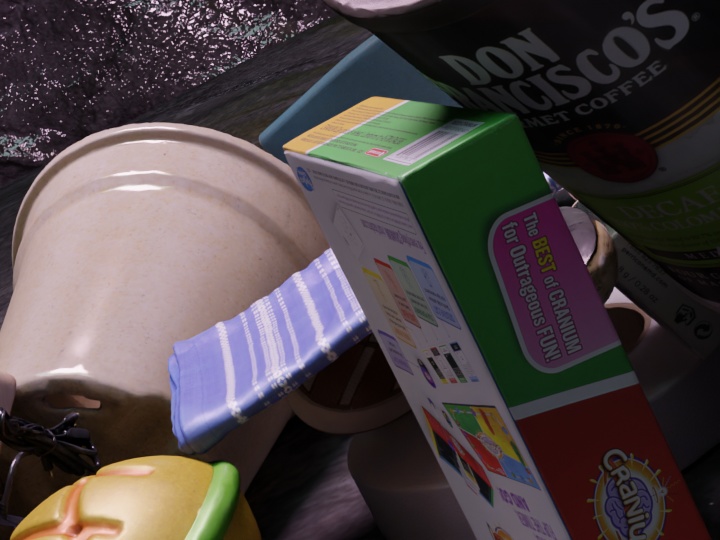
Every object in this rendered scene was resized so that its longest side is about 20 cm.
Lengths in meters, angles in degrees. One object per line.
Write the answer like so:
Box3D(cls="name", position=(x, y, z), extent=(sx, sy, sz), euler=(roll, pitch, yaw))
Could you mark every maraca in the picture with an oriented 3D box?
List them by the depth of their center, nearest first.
Box3D(cls="maraca", position=(-0.108, 0.157, 0.706), extent=(0.200, 0.107, 0.137), euler=(-56, 7, -15))

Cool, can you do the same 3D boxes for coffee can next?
Box3D(cls="coffee can", position=(0.100, -0.092, 0.603), extent=(0.146, 0.200, 0.147), euler=(-29, 43, 32))

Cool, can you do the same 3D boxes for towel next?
Box3D(cls="towel", position=(0.000, 0.000, 0.783), extent=(0.200, 0.024, 0.145), euler=(-37, 11, 1))

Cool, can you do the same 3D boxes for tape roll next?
Box3D(cls="tape roll", position=(0.089, 0.057, 0.827), extent=(0.202, 0.037, 0.203), euler=(-26, 14, 7))

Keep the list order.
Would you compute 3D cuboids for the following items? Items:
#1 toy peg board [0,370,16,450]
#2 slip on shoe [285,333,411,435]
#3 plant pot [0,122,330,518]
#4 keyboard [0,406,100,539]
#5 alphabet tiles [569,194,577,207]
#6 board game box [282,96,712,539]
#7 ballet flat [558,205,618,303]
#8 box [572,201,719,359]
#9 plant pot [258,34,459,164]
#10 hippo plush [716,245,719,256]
Box3D(cls="toy peg board", position=(-0.270, 0.137, 0.857), extent=(0.200, 0.098, 0.200), euler=(-10, 63, 52))
Box3D(cls="slip on shoe", position=(0.021, 0.020, 0.902), extent=(0.076, 0.061, 0.200), euler=(22, 43, 8))
Box3D(cls="plant pot", position=(-0.113, 0.056, 0.943), extent=(0.200, 0.201, 0.184), euler=(-21, 27, 24))
Box3D(cls="keyboard", position=(-0.147, 0.115, 0.758), extent=(0.020, 0.128, 0.200), euler=(8, -10, 15))
Box3D(cls="alphabet tiles", position=(0.177, -0.075, 0.937), extent=(0.200, 0.015, 0.196), euler=(-34, 39, 42))
Box3D(cls="board game box", position=(0.050, 0.042, 0.607), extent=(0.040, 0.201, 0.153), euler=(-29, 14, -10))
Box3D(cls="ballet flat", position=(0.062, 0.015, 0.746), extent=(0.066, 0.057, 0.200), euler=(-41, 5, -16))
Box3D(cls="box", position=(0.175, -0.066, 0.744), extent=(0.200, 0.068, 0.082), euler=(-48, 11, 10))
Box3D(cls="plant pot", position=(0.068, -0.107, 1.113), extent=(0.141, 0.141, 0.200), euler=(-40, -1, -42))
Box3D(cls="hippo plush", position=(0.221, 0.035, 0.515), extent=(0.160, 0.160, 0.200), euler=(-1, 22, -29))
